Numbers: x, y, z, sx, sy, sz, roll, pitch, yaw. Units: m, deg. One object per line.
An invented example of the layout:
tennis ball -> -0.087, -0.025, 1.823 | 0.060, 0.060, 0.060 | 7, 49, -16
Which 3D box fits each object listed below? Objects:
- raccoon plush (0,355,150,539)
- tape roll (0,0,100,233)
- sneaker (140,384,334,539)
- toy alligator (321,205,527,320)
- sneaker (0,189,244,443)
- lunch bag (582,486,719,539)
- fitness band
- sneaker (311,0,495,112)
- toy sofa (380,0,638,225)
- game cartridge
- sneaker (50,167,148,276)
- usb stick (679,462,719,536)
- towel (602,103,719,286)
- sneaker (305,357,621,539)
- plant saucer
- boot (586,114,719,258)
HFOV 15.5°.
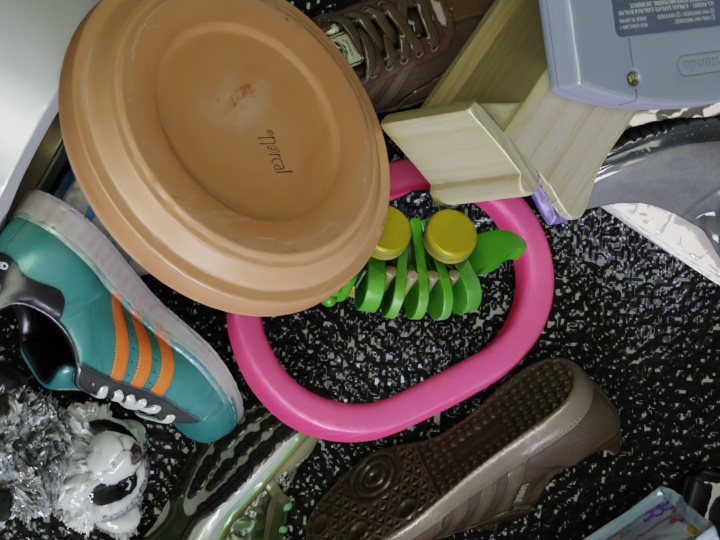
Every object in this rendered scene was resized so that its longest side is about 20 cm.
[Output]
raccoon plush -> -0.214, 0.101, 1.554 | 0.199, 0.134, 0.097 | 13, 83, 39
tape roll -> -0.201, -0.086, 1.477 | 0.070, 0.202, 0.203 | 28, 91, 0
sneaker -> -0.071, 0.158, 1.560 | 0.088, 0.077, 0.200 | 37, 89, -32
toy alligator -> 0.000, 0.000, 1.478 | 0.199, 0.059, 0.055 | 3, 61, -17
sneaker -> -0.146, 0.046, 1.493 | 0.200, 0.071, 0.080 | 49, 65, -34
lunch bag -> 0.146, 0.252, 1.481 | 0.199, 0.127, 0.170 | -32, 103, -1
fitness band -> 0.019, 0.015, 1.535 | 0.199, 0.037, 0.144 | -26, 83, -20
sneaker -> -0.001, -0.120, 1.531 | 0.199, 0.076, 0.071 | -25, 91, 1
toy sofa -> 0.109, -0.120, 1.495 | 0.098, 0.083, 0.200 | 48, 61, -26
game cartridge -> 0.177, -0.158, 1.476 | 0.199, 0.041, 0.134 | -9, 97, -37
sneaker -> -0.124, -0.050, 1.520 | 0.086, 0.075, 0.200 | 23, 128, -12
usb stick -> 0.193, 0.215, 1.567 | 0.055, 0.033, 0.201 | 16, 91, -7
towel -> 0.238, -0.092, 1.562 | 0.190, 0.032, 0.201 | 34, 91, -2
sneaker -> 0.064, 0.130, 1.546 | 0.199, 0.071, 0.076 | -32, 129, 17
plant saucer -> -0.066, -0.074, 1.408 | 0.199, 0.032, 0.202 | 17, 58, -29
boot -> 0.206, -0.026, 1.519 | 0.199, 0.070, 0.133 | -16, 98, 5
